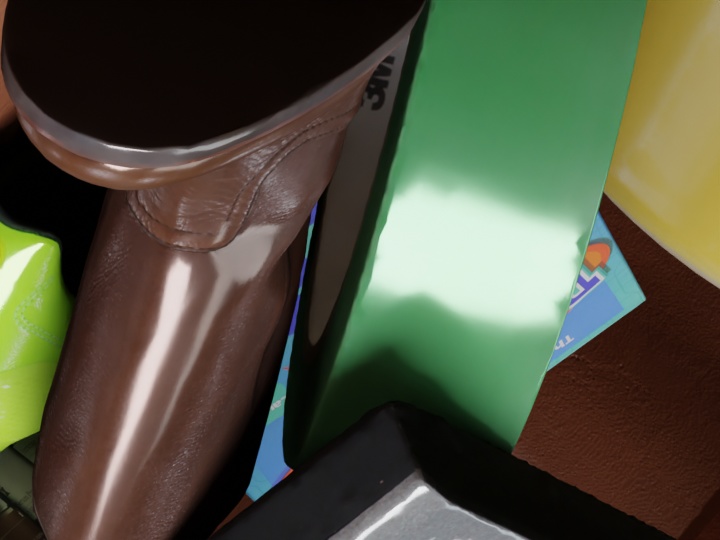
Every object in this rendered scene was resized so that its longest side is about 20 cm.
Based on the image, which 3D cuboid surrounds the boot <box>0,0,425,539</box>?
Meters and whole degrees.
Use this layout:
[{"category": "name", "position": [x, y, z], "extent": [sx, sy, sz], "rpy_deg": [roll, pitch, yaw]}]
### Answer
[{"category": "boot", "position": [-0.042, 0.006, 0.584], "extent": [0.186, 0.064, 0.200], "rpy_deg": [-49, 166, -56]}]

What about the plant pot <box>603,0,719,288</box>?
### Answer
[{"category": "plant pot", "position": [0.148, -0.088, 0.703], "extent": [0.189, 0.201, 0.201], "rpy_deg": [-56, 175, 26]}]

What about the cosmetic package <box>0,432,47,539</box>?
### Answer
[{"category": "cosmetic package", "position": [-0.132, 0.080, 0.636], "extent": [0.051, 0.083, 0.200], "rpy_deg": [-57, 175, 27]}]

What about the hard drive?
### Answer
[{"category": "hard drive", "position": [-0.021, 0.116, 0.678], "extent": [0.200, 0.033, 0.140], "rpy_deg": [-40, 140, 19]}]

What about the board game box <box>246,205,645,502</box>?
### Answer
[{"category": "board game box", "position": [0.000, 0.000, 0.912], "extent": [0.152, 0.045, 0.200], "rpy_deg": [-36, 150, 1]}]

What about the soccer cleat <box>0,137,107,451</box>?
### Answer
[{"category": "soccer cleat", "position": [-0.053, -0.018, 0.726], "extent": [0.081, 0.068, 0.200], "rpy_deg": [-58, 172, 31]}]

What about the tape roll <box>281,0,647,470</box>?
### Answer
[{"category": "tape roll", "position": [0.026, -0.043, 0.699], "extent": [0.200, 0.048, 0.201], "rpy_deg": [-166, -90, -84]}]
